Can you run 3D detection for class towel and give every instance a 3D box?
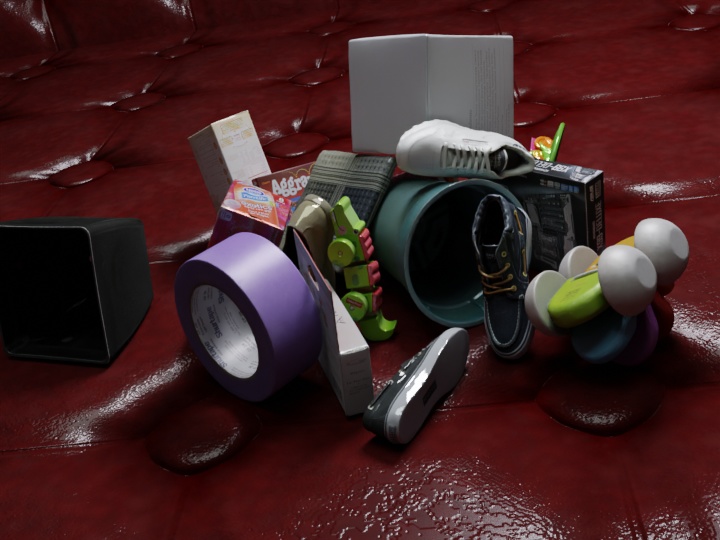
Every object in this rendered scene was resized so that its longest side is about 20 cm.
[{"bbox_3d":[-0.038,-0.091,1.459,0.199,0.034,0.195,16,79,54],"label":"towel"}]

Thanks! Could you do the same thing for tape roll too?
[{"bbox_3d":[-0.146,0.060,1.236,0.198,0.203,0.084,17,38,42],"label":"tape roll"}]

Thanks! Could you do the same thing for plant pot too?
[{"bbox_3d":[0.109,-0.045,1.374,0.197,0.204,0.196,-20,21,-18],"label":"plant pot"},{"bbox_3d":[-0.425,0.009,1.458,0.196,0.204,0.177,2,18,22],"label":"plant pot"}]

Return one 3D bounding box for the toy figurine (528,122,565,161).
[{"bbox_3d":[0.221,-0.171,1.564,0.181,0.152,0.202,16,49,10],"label":"toy figurine"}]

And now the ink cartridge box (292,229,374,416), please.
[{"bbox_3d":[-0.035,0.058,1.227,0.043,0.177,0.200,-12,27,-13],"label":"ink cartridge box"}]

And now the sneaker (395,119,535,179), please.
[{"bbox_3d":[0.143,-0.159,1.311,0.196,0.078,0.080,-4,22,-24],"label":"sneaker"}]

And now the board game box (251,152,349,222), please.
[{"bbox_3d":[-0.081,-0.123,1.578,0.198,0.105,0.019,-21,4,-38],"label":"board game box"}]

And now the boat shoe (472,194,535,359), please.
[{"bbox_3d":[0.177,0.007,1.229,0.070,0.204,0.090,-7,-17,30],"label":"boat shoe"}]

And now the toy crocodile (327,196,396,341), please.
[{"bbox_3d":[0.000,0.000,1.308,0.061,0.204,0.067,-8,13,19],"label":"toy crocodile"}]

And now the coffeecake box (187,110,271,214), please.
[{"bbox_3d":[-0.203,-0.147,1.601,0.072,0.203,0.153,-24,9,-23],"label":"coffeecake box"}]

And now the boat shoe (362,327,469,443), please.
[{"bbox_3d":[0.071,0.132,1.172,0.056,0.070,0.200,8,35,32],"label":"boat shoe"}]

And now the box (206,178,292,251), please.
[{"bbox_3d":[-0.173,-0.011,1.364,0.094,0.203,0.100,19,27,-6],"label":"box"}]

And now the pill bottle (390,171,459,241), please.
[{"bbox_3d":[0.063,-0.094,1.530,0.198,0.115,0.112,-22,29,-36],"label":"pill bottle"}]

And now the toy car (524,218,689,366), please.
[{"bbox_3d":[0.315,0.040,1.181,0.199,0.152,0.174,-30,4,-41],"label":"toy car"}]

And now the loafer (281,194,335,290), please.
[{"bbox_3d":[-0.080,-0.012,1.350,0.075,0.203,0.068,29,45,31],"label":"loafer"}]

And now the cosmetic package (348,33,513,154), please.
[{"bbox_3d":[0.108,-0.263,1.438,0.198,0.170,0.166,-12,15,-42],"label":"cosmetic package"}]

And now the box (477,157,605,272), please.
[{"bbox_3d":[0.263,-0.082,1.410,0.049,0.160,0.198,-29,34,-35],"label":"box"}]
